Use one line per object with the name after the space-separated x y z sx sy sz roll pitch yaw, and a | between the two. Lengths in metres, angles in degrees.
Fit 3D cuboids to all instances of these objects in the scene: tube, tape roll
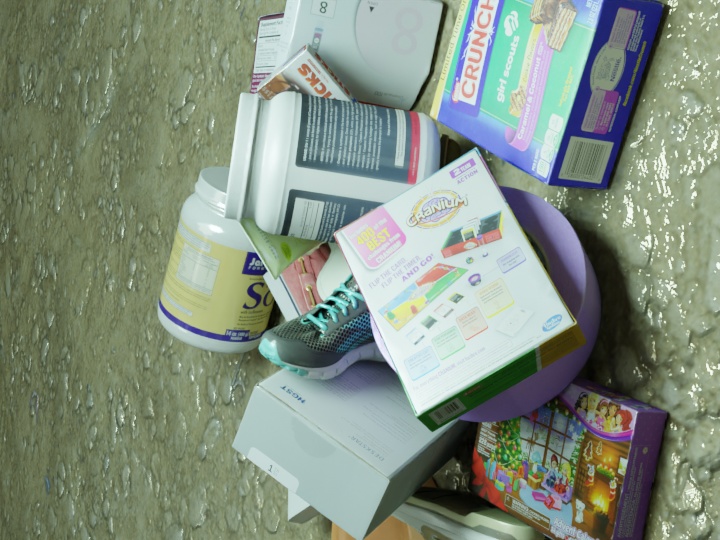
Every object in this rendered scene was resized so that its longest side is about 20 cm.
-0.080 -0.038 1.352 0.057 0.200 0.053 18 103 13 | tube
0.110 0.028 1.113 0.198 0.066 0.203 -11 60 20 | tape roll

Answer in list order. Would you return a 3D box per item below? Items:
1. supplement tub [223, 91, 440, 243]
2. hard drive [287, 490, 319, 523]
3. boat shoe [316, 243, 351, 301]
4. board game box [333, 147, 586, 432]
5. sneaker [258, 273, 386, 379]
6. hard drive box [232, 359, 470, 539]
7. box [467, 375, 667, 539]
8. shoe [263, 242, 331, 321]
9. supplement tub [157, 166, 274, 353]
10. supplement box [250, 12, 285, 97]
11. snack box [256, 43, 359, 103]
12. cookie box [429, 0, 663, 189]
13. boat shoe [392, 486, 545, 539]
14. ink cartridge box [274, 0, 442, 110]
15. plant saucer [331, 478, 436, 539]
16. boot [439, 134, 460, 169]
-0.029 -0.098 1.238 0.140 0.197 0.142 -172 90 -83 | supplement tub
-0.045 0.172 1.438 0.132 0.026 0.202 -42 41 48 | hard drive
0.000 0.000 1.327 0.072 0.062 0.201 -30 21 14 | boat shoe
0.081 0.013 1.070 0.152 0.040 0.201 -30 56 8 | board game box
-0.015 0.042 1.186 0.077 0.199 0.092 28 116 36 | sneaker
0.000 0.146 1.202 0.155 0.199 0.077 34 118 18 | hard drive box
0.177 0.163 1.114 0.199 0.039 0.139 20 103 57 | box
-0.032 0.053 1.394 0.201 0.090 0.072 58 177 39 | shoe
-0.167 -0.014 1.579 0.145 0.144 0.202 43 122 50 | supplement tub
-0.053 -0.182 1.433 0.103 0.129 0.203 13 96 58 | supplement box
-0.017 -0.139 1.317 0.072 0.200 0.024 -35 20 20 | snack box
0.162 -0.188 1.145 0.200 0.074 0.173 40 120 53 | cookie box
0.092 0.254 1.200 0.199 0.074 0.069 9 94 53 | boat shoe
-0.010 -0.204 1.339 0.057 0.160 0.203 -150 69 -67 | ink cartridge box
0.023 0.293 1.344 0.199 0.037 0.203 -12 76 56 | plant saucer
0.100 -0.043 1.246 0.074 0.074 0.202 96 176 -64 | boot
